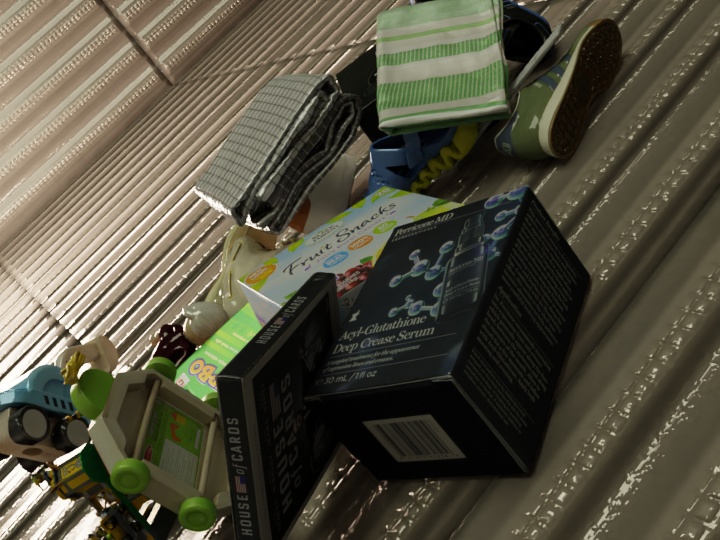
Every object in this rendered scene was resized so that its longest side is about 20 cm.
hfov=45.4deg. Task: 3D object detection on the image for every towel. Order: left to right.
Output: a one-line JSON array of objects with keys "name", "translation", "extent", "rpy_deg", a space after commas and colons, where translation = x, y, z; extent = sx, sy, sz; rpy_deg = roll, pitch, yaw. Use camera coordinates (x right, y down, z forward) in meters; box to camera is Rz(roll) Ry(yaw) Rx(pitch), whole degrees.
[{"name": "towel", "translation": [-0.097, -0.138, 1.035], "extent": [0.201, 0.085, 0.165], "rpy_deg": [-57, 30, -4]}, {"name": "towel", "translation": [0.090, -0.237, 0.966], "extent": [0.151, 0.023, 0.202], "rpy_deg": [-8, 54, 13]}]

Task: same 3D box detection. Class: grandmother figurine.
[{"name": "grandmother figurine", "translation": [-0.232, 0.111, 1.030], "extent": [0.200, 0.060, 0.122], "rpy_deg": [-45, 46, 14]}]

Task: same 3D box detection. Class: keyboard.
[{"name": "keyboard", "translation": [0.161, -0.191, 0.968], "extent": [0.200, 0.011, 0.056], "rpy_deg": [-52, -1, 32]}]

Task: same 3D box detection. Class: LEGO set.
[{"name": "LEGO set", "translation": [-0.240, 0.202, 0.825], "extent": [0.115, 0.154, 0.201], "rpy_deg": [-31, 23, 18]}]

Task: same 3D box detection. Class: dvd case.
[{"name": "dvd case", "translation": [-0.052, 0.105, 0.662], "extent": [0.024, 0.152, 0.200], "rpy_deg": [1, 20, 16]}]

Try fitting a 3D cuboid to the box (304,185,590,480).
[{"name": "box", "translation": [0.074, 0.051, 0.680], "extent": [0.148, 0.107, 0.201], "rpy_deg": [-16, 33, 42]}]

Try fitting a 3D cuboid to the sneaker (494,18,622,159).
[{"name": "sneaker", "translation": [0.209, -0.197, 0.936], "extent": [0.089, 0.067, 0.201], "rpy_deg": [-2, 48, 46]}]

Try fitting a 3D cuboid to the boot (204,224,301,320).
[{"name": "boot", "translation": [-0.109, -0.013, 1.079], "extent": [0.154, 0.072, 0.201], "rpy_deg": [-21, 38, 37]}]

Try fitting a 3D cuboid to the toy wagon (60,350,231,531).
[{"name": "toy wagon", "translation": [-0.187, 0.144, 0.781], "extent": [0.040, 0.199, 0.156], "rpy_deg": [-46, 22, 21]}]

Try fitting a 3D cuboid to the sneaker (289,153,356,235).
[{"name": "sneaker", "translation": [-0.054, -0.107, 1.113], "extent": [0.201, 0.084, 0.073], "rpy_deg": [-81, 9, -62]}]

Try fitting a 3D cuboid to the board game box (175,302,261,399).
[{"name": "board game box", "translation": [-0.114, 0.084, 0.936], "extent": [0.200, 0.030, 0.095], "rpy_deg": [-42, 54, -8]}]

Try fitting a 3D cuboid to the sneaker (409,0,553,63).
[{"name": "sneaker", "translation": [0.154, -0.319, 1.088], "extent": [0.078, 0.198, 0.071], "rpy_deg": [-78, 8, -58]}]

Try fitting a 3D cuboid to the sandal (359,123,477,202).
[{"name": "sandal", "translation": [0.043, -0.122, 1.004], "extent": [0.200, 0.087, 0.080], "rpy_deg": [-48, 22, 26]}]

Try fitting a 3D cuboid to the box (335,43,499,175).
[{"name": "box", "translation": [0.068, -0.226, 1.119], "extent": [0.148, 0.125, 0.200], "rpy_deg": [-35, 27, 9]}]

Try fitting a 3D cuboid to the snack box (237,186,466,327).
[{"name": "snack box", "translation": [0.000, 0.000, 0.855], "extent": [0.199, 0.068, 0.168], "rpy_deg": [-32, 25, -19]}]

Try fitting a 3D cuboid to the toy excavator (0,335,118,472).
[{"name": "toy excavator", "translation": [-0.409, 0.162, 1.161], "extent": [0.099, 0.194, 0.202], "rpy_deg": [-26, 56, 27]}]
